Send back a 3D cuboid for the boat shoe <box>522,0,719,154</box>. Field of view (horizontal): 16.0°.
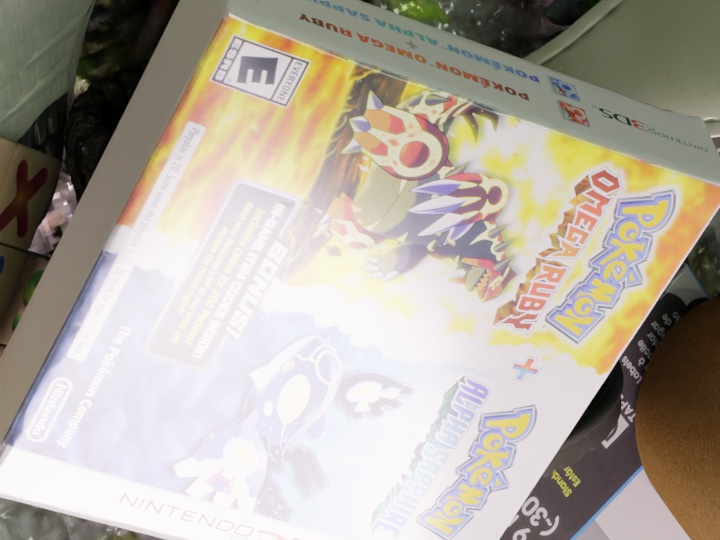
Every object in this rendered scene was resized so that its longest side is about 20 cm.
[{"bbox_3d":[0.106,-0.065,0.954,0.061,0.201,0.072,16,51,-66],"label":"boat shoe"}]

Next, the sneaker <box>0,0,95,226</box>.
[{"bbox_3d":[-0.136,-0.070,0.876,0.072,0.072,0.201,11,110,-37],"label":"sneaker"}]

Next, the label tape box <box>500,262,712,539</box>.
[{"bbox_3d":[0.086,0.109,1.030,0.200,0.066,0.143,-45,118,-14],"label":"label tape box"}]

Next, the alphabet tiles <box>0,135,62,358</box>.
[{"bbox_3d":[-0.155,0.049,0.820,0.201,0.006,0.166,-69,159,0],"label":"alphabet tiles"}]

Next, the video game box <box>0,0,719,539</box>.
[{"bbox_3d":[-0.007,0.012,0.834,0.182,0.047,0.200,15,122,-24],"label":"video game box"}]

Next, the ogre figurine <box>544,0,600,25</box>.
[{"bbox_3d":[0.140,-0.149,0.987,0.120,0.098,0.200,6,134,-37],"label":"ogre figurine"}]

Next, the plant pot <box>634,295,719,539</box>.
[{"bbox_3d":[0.193,0.071,0.928,0.186,0.200,0.187,-6,102,-29],"label":"plant pot"}]

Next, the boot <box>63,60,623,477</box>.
[{"bbox_3d":[0.000,0.001,0.905,0.210,0.080,0.158,-5,125,-14],"label":"boot"}]

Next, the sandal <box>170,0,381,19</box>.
[{"bbox_3d":[-0.030,-0.090,0.891,0.057,0.079,0.201,-75,153,-47],"label":"sandal"}]
